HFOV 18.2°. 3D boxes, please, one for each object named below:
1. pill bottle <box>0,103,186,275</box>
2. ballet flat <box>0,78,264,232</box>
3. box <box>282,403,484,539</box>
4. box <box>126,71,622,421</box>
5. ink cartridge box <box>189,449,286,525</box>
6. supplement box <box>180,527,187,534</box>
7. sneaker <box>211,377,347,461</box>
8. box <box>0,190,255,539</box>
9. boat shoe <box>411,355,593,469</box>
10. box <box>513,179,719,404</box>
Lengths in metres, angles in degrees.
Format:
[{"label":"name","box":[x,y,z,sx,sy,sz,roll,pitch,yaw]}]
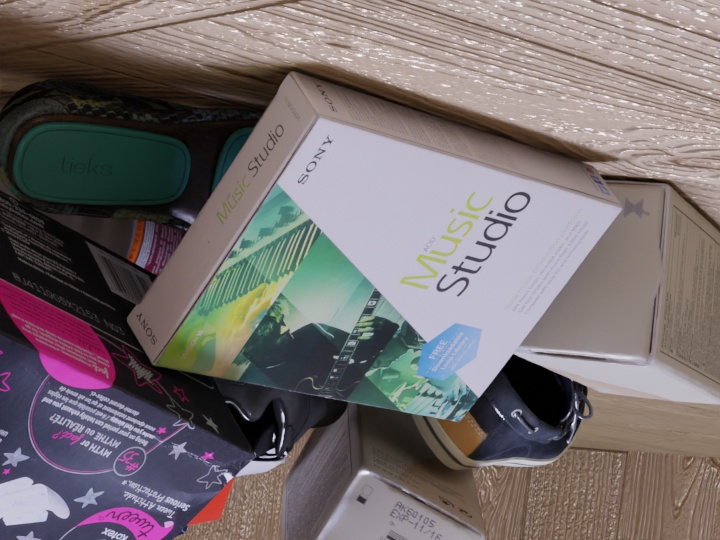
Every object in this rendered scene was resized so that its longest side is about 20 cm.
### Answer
[{"label":"pill bottle","box":[-0.143,-0.015,1.195,0.113,0.115,0.200,6,173,15]},{"label":"ballet flat","box":[-0.081,-0.053,1.075,0.199,0.075,0.074,13,172,-27]},{"label":"box","box":[0.009,0.132,1.257,0.077,0.095,0.200,29,-168,-7]},{"label":"box","box":[0.010,-0.004,1.035,0.199,0.145,0.036,14,-149,-40]},{"label":"ink cartridge box","box":[-0.129,0.122,1.320,0.161,0.057,0.201,-8,140,-23]},{"label":"supplement box","box":[-0.228,0.093,1.488,0.199,0.135,0.200,-19,-125,-43]},{"label":"sneaker","box":[-0.051,0.058,1.151,0.075,0.092,0.200,4,163,14]},{"label":"box","box":[-0.168,0.046,0.997,0.200,0.115,0.132,32,-161,-47]},{"label":"boat shoe","box":[0.093,0.068,1.265,0.062,0.075,0.200,-37,167,21]},{"label":"box","box":[0.144,0.014,1.198,0.077,0.096,0.200,4,171,20]}]
